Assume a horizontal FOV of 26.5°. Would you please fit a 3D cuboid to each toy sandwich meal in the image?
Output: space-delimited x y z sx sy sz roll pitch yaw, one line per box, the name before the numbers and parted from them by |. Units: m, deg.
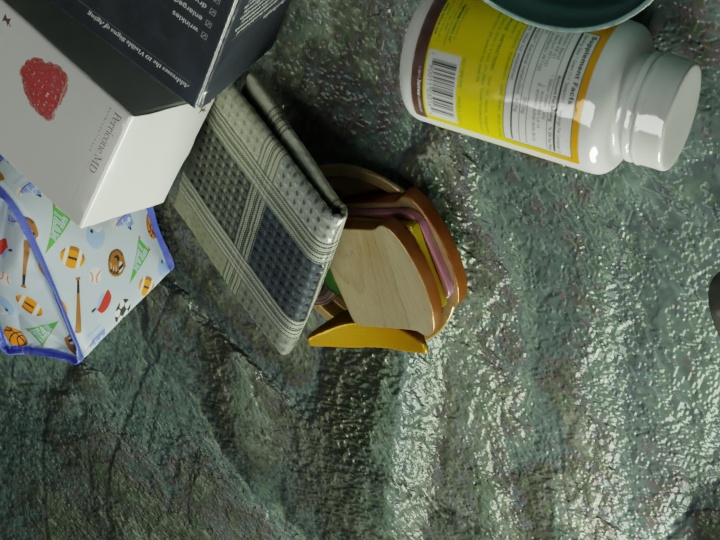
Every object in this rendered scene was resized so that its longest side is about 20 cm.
toy sandwich meal | 0.000 0.000 1.317 0.203 0.070 0.207 19 131 23

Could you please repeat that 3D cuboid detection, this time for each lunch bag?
lunch bag | -0.285 -0.045 1.423 0.123 0.170 0.202 3 125 28

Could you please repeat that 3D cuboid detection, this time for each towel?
towel | -0.088 -0.056 1.330 0.201 0.034 0.193 52 144 25

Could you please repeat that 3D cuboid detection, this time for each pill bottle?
pill bottle | 0.135 -0.136 1.087 0.198 0.109 0.110 20 132 23

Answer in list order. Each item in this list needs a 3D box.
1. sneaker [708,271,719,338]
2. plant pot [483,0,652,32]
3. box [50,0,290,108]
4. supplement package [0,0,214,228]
sneaker | 0.344 0.081 1.130 0.107 0.067 0.203 -15 110 45
plant pot | 0.141 -0.271 0.956 0.199 0.134 0.202 25 139 24
box | -0.145 -0.272 1.178 0.199 0.124 0.197 37 135 6
supplement package | -0.247 -0.153 1.306 0.200 0.119 0.122 40 120 16
